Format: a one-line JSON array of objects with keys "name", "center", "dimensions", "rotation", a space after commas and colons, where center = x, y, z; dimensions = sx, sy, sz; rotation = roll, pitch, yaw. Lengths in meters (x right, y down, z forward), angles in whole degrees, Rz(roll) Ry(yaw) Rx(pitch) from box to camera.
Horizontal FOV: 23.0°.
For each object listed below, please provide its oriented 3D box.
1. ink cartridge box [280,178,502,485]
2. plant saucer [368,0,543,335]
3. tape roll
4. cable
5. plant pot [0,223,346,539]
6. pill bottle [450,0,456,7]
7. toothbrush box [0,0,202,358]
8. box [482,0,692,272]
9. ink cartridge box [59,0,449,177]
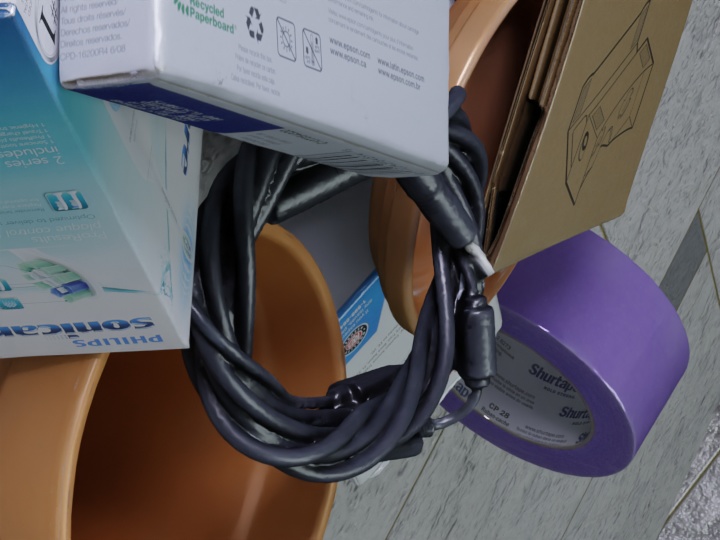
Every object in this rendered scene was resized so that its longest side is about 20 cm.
[{"name": "ink cartridge box", "center": [0.003, 0.021, 1.054], "dimensions": [0.147, 0.086, 0.200], "rotation": [-48, 156, -14]}, {"name": "plant saucer", "center": [0.058, -0.063, 0.875], "dimensions": [0.200, 0.037, 0.201], "rotation": [-50, 153, -37]}, {"name": "tape roll", "center": [0.123, 0.050, 1.239], "dimensions": [0.085, 0.199, 0.200], "rotation": [-55, 157, -26]}, {"name": "cable", "center": [0.000, 0.000, 0.709], "dimensions": [0.199, 0.051, 0.164], "rotation": [3, 99, -53]}, {"name": "plant pot", "center": [-0.113, 0.069, 0.738], "dimensions": [0.200, 0.139, 0.202], "rotation": [-23, 116, -56]}, {"name": "pill bottle", "center": [-0.004, -0.109, 0.885], "dimensions": [0.113, 0.112, 0.200], "rotation": [-64, 159, -1]}, {"name": "toothbrush box", "center": [-0.112, -0.079, 0.572], "dimensions": [0.200, 0.085, 0.147], "rotation": [75, 14, -60]}, {"name": "box", "center": [0.122, -0.091, 0.921], "dimensions": [0.200, 0.021, 0.164], "rotation": [-21, 130, -63]}, {"name": "ink cartridge box", "center": [-0.025, -0.141, 0.565], "dimensions": [0.196, 0.043, 0.202], "rotation": [11, 77, -63]}]
